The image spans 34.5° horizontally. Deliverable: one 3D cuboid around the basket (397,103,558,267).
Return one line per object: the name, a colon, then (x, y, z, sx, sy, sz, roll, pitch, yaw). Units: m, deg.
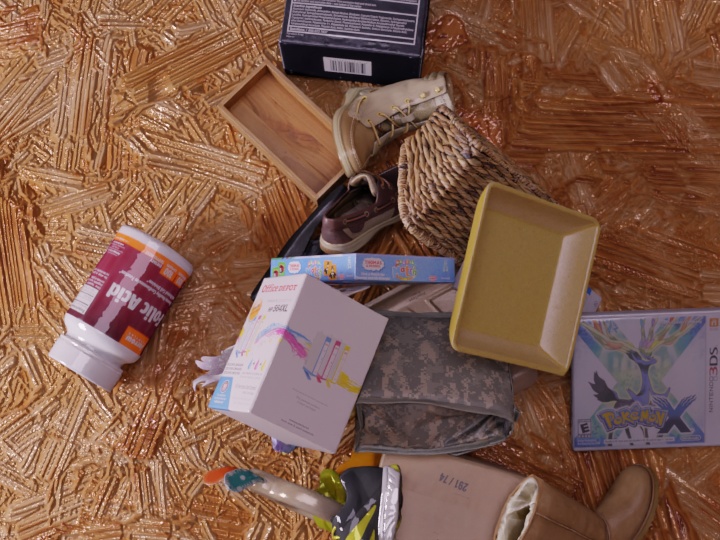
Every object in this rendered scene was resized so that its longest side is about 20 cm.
basket: (0.132, -0.103, 1.523, 0.149, 0.200, 0.143, -49, 41, 12)

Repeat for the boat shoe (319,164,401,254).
boat shoe: (0.016, -0.099, 1.549, 0.072, 0.072, 0.200, 25, 48, 34)

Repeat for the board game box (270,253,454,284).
board game box: (0.000, 0.000, 1.470, 0.151, 0.200, 0.037, 2, 88, -34)

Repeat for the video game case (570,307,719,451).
video game case: (0.372, 0.142, 1.503, 0.199, 0.022, 0.183, -2, 100, 2)

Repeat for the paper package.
paper package: (0.106, 0.325, 1.463, 0.199, 0.104, 0.192, 15, 76, 6)

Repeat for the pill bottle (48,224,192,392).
pill bottle: (-0.320, 0.051, 1.540, 0.114, 0.114, 0.201, 28, 79, 9)

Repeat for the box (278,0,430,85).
box: (0.000, -0.377, 1.626, 0.199, 0.123, 0.200, 7, 78, 2)

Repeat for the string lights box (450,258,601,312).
string lights box: (0.217, 0.029, 1.491, 0.200, 0.059, 0.103, 37, 75, -34)

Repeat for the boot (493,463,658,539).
boot: (0.271, 0.293, 1.424, 0.200, 0.066, 0.176, 31, 76, -34)

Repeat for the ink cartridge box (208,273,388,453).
ink cartridge box: (-0.070, 0.098, 1.387, 0.125, 0.128, 0.201, 29, 74, -25)

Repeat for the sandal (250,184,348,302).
sandal: (-0.074, -0.029, 1.580, 0.048, 0.075, 0.201, 37, 88, -11)

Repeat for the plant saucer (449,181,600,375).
plant saucer: (0.190, 0.012, 1.402, 0.199, 0.048, 0.201, 15, 87, -37)

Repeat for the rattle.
rattle: (-0.078, 0.243, 1.462, 0.199, 0.130, 0.143, 29, 90, -10)

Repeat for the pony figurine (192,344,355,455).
pony figurine: (-0.110, 0.132, 1.507, 0.192, 0.167, 0.201, -27, 86, -20)

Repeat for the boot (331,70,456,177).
boot: (0.049, -0.200, 1.548, 0.155, 0.200, 0.073, -9, 120, 16)

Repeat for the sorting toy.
sorting toy: (0.114, 0.102, 1.555, 0.184, 0.036, 0.201, -28, 81, -4)

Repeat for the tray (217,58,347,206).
tray: (-0.096, -0.194, 1.631, 0.200, 0.037, 0.099, 44, 81, 10)

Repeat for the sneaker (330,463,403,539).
sneaker: (0.003, 0.329, 1.383, 0.084, 0.075, 0.201, 5, 66, 9)

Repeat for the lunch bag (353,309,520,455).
lunch bag: (0.094, 0.140, 1.442, 0.199, 0.118, 0.164, 2, 43, 0)
